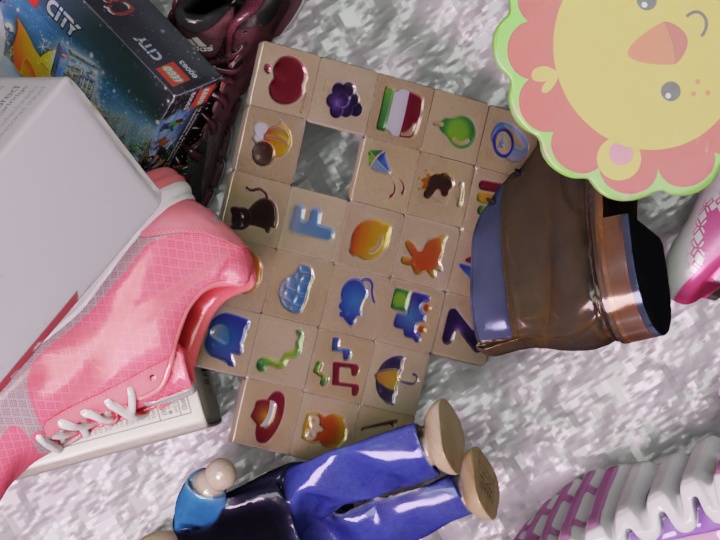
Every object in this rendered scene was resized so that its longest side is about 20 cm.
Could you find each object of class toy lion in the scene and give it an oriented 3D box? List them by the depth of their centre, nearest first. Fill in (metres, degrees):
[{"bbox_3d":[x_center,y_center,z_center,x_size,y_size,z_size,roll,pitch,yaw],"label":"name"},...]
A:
[{"bbox_3d":[0.156,-0.138,1.311,0.191,0.069,0.201,-8,94,2],"label":"toy lion"}]

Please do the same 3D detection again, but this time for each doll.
[{"bbox_3d":[-0.030,0.133,1.392,0.199,0.049,0.137,-20,130,19],"label":"doll"}]

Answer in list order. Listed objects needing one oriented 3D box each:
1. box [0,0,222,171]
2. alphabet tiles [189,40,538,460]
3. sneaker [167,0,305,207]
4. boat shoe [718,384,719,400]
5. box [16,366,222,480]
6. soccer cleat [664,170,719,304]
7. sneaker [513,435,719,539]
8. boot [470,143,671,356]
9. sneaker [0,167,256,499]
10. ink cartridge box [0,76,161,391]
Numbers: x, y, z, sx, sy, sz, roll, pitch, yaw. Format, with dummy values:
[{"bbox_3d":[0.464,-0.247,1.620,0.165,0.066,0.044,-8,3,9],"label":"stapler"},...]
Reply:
[{"bbox_3d":[-0.172,-0.114,1.377,0.200,0.038,0.137,46,130,14],"label":"box"},{"bbox_3d":[0.000,0.000,1.396,0.167,0.008,0.201,14,89,-26],"label":"alphabet tiles"},{"bbox_3d":[-0.094,-0.099,1.389,0.075,0.116,0.201,26,90,4],"label":"sneaker"},{"bbox_3d":[0.257,0.126,1.390,0.200,0.072,0.068,36,89,-4],"label":"boat shoe"},{"bbox_3d":[-0.181,0.062,1.409,0.199,0.078,0.095,-14,87,3],"label":"box"},{"bbox_3d":[0.214,-0.071,1.400,0.200,0.070,0.086,-44,78,-4],"label":"soccer cleat"},{"bbox_3d":[0.163,0.138,1.367,0.200,0.081,0.089,-22,108,30],"label":"sneaker"},{"bbox_3d":[0.095,-0.050,1.390,0.097,0.075,0.201,-16,61,22],"label":"boot"},{"bbox_3d":[-0.127,0.048,1.325,0.087,0.074,0.200,36,88,12],"label":"sneaker"},{"bbox_3d":[-0.214,-0.017,1.304,0.147,0.200,0.083,-52,123,-25],"label":"ink cartridge box"}]
